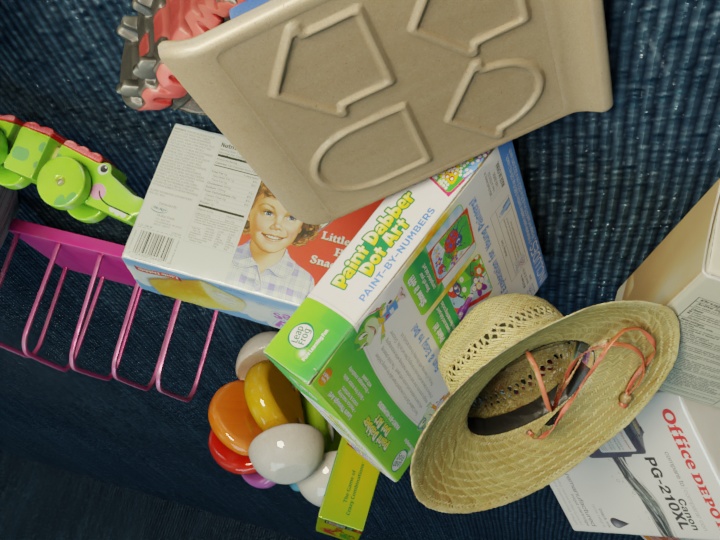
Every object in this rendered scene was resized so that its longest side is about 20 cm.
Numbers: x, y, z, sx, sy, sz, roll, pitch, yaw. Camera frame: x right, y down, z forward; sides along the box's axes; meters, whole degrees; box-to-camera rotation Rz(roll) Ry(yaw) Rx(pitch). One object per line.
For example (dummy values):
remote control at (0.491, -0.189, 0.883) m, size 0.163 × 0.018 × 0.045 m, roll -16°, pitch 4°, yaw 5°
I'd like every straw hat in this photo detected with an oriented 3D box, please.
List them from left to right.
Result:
straw hat at (0.103, 0.064, 0.653) m, size 0.199 × 0.085 × 0.202 m, roll -19°, pitch 139°, yaw -17°

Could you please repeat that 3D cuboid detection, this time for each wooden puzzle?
wooden puzzle at (0.022, -0.106, 0.501) m, size 0.198 × 0.047 × 0.185 m, roll -19°, pitch 154°, yaw 10°

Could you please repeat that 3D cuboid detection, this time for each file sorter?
file sorter at (-0.259, 0.047, 1.010) m, size 0.198 × 0.127 × 0.139 m, roll 13°, pitch 167°, yaw 10°

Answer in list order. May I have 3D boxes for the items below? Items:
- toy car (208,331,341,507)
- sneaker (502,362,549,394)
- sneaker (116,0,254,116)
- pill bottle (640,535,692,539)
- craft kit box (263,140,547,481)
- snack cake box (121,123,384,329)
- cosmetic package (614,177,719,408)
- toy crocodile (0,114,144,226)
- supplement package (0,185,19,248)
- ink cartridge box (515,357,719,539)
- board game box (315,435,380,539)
toy car at (-0.092, 0.186, 1.125) m, size 0.149 × 0.176 × 0.200 m, roll -32°, pitch 136°, yaw 18°
sneaker at (0.166, 0.139, 0.972) m, size 0.199 × 0.092 × 0.076 m, roll 31°, pitch 157°, yaw -25°
sneaker at (-0.052, -0.141, 0.520) m, size 0.097 × 0.072 × 0.200 m, roll 11°, pitch 153°, yaw -33°
pill bottle at (0.344, 0.212, 0.976) m, size 0.111 × 0.113 × 0.200 m, roll 17°, pitch 157°, yaw 1°
craft kit box at (0.044, 0.026, 0.663) m, size 0.048 × 0.198 × 0.200 m, roll 29°, pitch 164°, yaw 29°
snack cake box at (-0.061, -0.023, 0.735) m, size 0.198 × 0.116 × 0.067 m, roll 16°, pitch 159°, yaw 8°
cosmetic package at (0.244, 0.023, 0.664) m, size 0.104 × 0.072 × 0.200 m, roll 18°, pitch 158°, yaw 1°
toy crocodile at (-0.245, -0.085, 0.766) m, size 0.198 × 0.062 × 0.068 m, roll 24°, pitch 175°, yaw 14°
supplement package at (-0.424, -0.064, 0.876) m, size 0.189 × 0.149 × 0.200 m, roll 21°, pitch 159°, yaw -10°
ink cartridge box at (0.247, 0.148, 0.856) m, size 0.199 × 0.084 × 0.146 m, roll -17°, pitch 105°, yaw 55°
board game box at (0.006, 0.169, 1.015) m, size 0.047 × 0.202 × 0.102 m, roll 16°, pitch 158°, yaw 3°
